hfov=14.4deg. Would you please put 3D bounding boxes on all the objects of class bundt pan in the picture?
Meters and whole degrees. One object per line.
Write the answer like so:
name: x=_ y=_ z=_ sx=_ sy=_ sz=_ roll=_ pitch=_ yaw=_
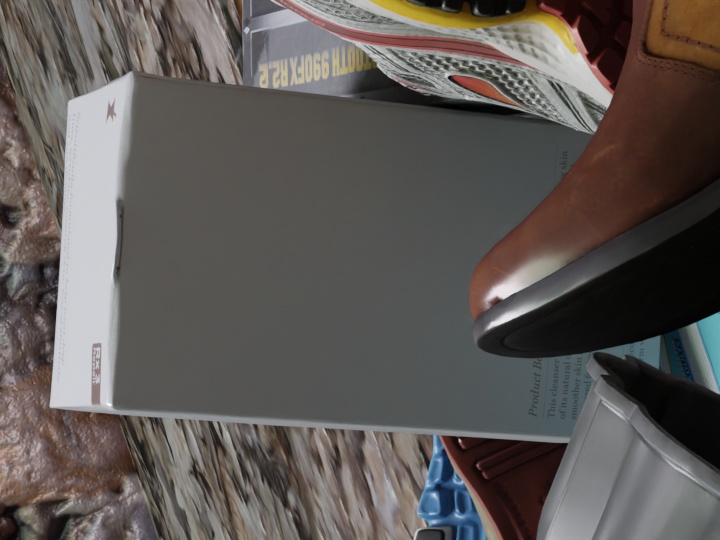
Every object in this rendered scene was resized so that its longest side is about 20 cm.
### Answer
bundt pan: x=0.131 y=0.105 z=0.784 sx=0.201 sy=0.076 sz=0.202 roll=30 pitch=-172 yaw=-5

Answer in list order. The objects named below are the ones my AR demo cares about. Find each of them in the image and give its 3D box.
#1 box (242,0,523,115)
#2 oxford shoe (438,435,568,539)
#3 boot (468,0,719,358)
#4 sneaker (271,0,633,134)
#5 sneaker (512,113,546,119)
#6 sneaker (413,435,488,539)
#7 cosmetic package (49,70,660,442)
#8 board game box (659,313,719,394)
box: x=0.021 y=-0.132 z=1.008 sx=0.200 sy=0.048 sz=0.159 roll=-5 pitch=86 yaw=62
oxford shoe: x=0.060 y=0.060 z=1.093 sx=0.075 sy=0.070 sz=0.201 roll=-139 pitch=33 yaw=-76
boot: x=0.072 y=-0.097 z=0.783 sx=0.068 sy=0.188 sz=0.201 roll=13 pitch=-137 yaw=-53
sneaker: x=0.055 y=-0.085 z=0.879 sx=0.082 sy=0.199 sz=0.078 roll=-20 pitch=50 yaw=63
sneaker: x=0.022 y=-0.070 z=1.157 sx=0.200 sy=0.073 sz=0.116 roll=-124 pitch=23 yaw=-47
sneaker: x=0.065 y=0.072 z=1.199 sx=0.087 sy=0.075 sz=0.201 roll=40 pitch=-122 yaw=-67
cosmetic package: x=0.000 y=0.000 z=0.972 sx=0.081 sy=0.199 sz=0.113 roll=171 pitch=105 yaw=-71
board game box: x=0.140 y=0.062 z=1.014 sx=0.200 sy=0.047 sz=0.152 roll=-144 pitch=36 yaw=-69
